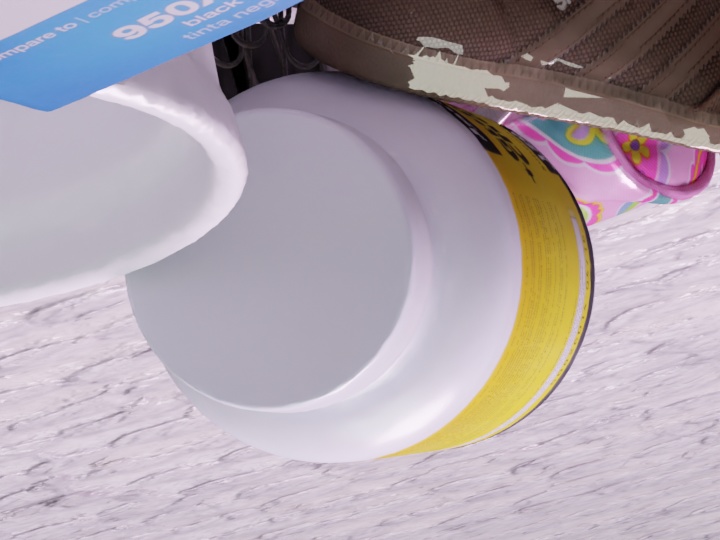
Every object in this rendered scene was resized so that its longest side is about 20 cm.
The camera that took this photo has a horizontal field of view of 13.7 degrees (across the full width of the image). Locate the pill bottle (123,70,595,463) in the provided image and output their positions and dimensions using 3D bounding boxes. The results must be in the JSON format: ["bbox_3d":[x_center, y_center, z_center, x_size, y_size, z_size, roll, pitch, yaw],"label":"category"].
[{"bbox_3d":[0.000,0.000,0.887,0.112,0.112,0.200,-14,175,13],"label":"pill bottle"}]

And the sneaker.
[{"bbox_3d":[0.082,-0.081,0.861,0.200,0.076,0.070,6,-159,-24],"label":"sneaker"}]

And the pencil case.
[{"bbox_3d":[0.024,-0.035,1.060,0.200,0.088,0.087,-21,162,33],"label":"pencil case"}]

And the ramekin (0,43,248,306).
[{"bbox_3d":[-0.131,-0.059,0.736,0.200,0.098,0.201,-5,164,-1],"label":"ramekin"}]

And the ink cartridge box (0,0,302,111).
[{"bbox_3d":[-0.100,-0.125,0.559,0.084,0.145,0.200,-20,163,27],"label":"ink cartridge box"}]

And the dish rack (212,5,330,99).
[{"bbox_3d":[-0.039,-0.086,0.919,0.153,0.055,0.200,-2,163,-30],"label":"dish rack"}]
